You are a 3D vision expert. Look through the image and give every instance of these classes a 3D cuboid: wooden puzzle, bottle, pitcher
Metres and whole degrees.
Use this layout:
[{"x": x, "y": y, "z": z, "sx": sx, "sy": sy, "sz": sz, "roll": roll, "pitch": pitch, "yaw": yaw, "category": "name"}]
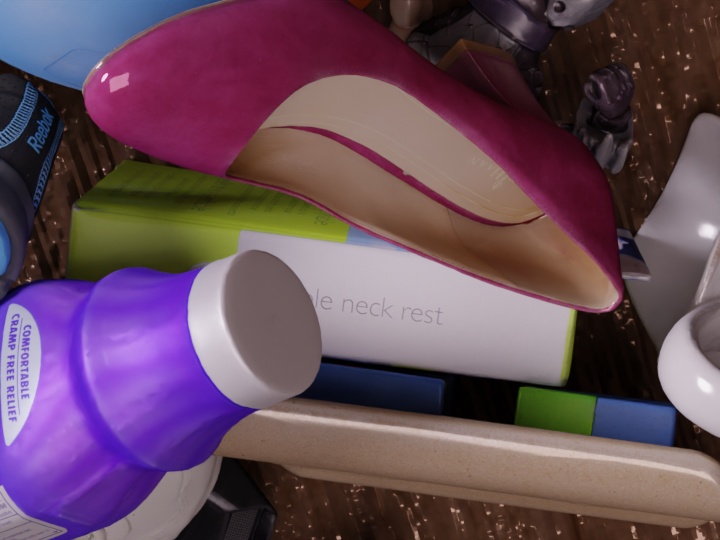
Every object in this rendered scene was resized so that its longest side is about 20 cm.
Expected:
[{"x": 0.043, "y": 0.058, "z": 0.894, "sx": 0.185, "sy": 0.200, "sz": 0.046, "roll": 7, "pitch": 84, "yaw": 8, "category": "wooden puzzle"}, {"x": -0.102, "y": 0.046, "z": 0.804, "sx": 0.200, "sy": 0.084, "sz": 0.065, "roll": -21, "pitch": 149, "yaw": 35, "category": "bottle"}, {"x": 0.196, "y": 0.038, "z": 0.878, "sx": 0.199, "sy": 0.172, "sz": 0.121, "roll": 22, "pitch": 121, "yaw": -4, "category": "pitcher"}]

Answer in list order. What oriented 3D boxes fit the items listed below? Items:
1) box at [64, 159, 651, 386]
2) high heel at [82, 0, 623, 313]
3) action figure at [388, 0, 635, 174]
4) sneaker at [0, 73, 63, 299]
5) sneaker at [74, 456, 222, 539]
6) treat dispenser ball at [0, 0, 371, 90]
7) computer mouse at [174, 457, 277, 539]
[{"x": 0.000, "y": 0.000, "z": 0.903, "sx": 0.199, "sy": 0.122, "sz": 0.048, "roll": 8, "pitch": 99, "yaw": 1, "category": "box"}, {"x": 0.004, "y": -0.028, "z": 0.773, "sx": 0.067, "sy": 0.200, "sz": 0.096, "roll": -42, "pitch": 62, "yaw": 28, "category": "high heel"}, {"x": 0.063, "y": -0.104, "z": 0.885, "sx": 0.130, "sy": 0.069, "sz": 0.200, "roll": 38, "pitch": 104, "yaw": 3, "category": "action figure"}, {"x": -0.184, "y": -0.008, "z": 0.846, "sx": 0.199, "sy": 0.082, "sz": 0.073, "roll": -14, "pitch": 123, "yaw": 27, "category": "sneaker"}, {"x": -0.124, "y": 0.110, "z": 0.922, "sx": 0.078, "sy": 0.099, "sz": 0.200, "roll": 40, "pitch": 127, "yaw": -9, "category": "sneaker"}, {"x": -0.069, "y": -0.157, "z": 0.806, "sx": 0.200, "sy": 0.201, "sz": 0.202, "roll": 1, "pitch": 111, "yaw": 4, "category": "treat dispenser ball"}, {"x": -0.087, "y": 0.105, "z": 0.999, "sx": 0.200, "sy": 0.046, "sz": 0.141, "roll": 32, "pitch": 129, "yaw": -4, "category": "computer mouse"}]
